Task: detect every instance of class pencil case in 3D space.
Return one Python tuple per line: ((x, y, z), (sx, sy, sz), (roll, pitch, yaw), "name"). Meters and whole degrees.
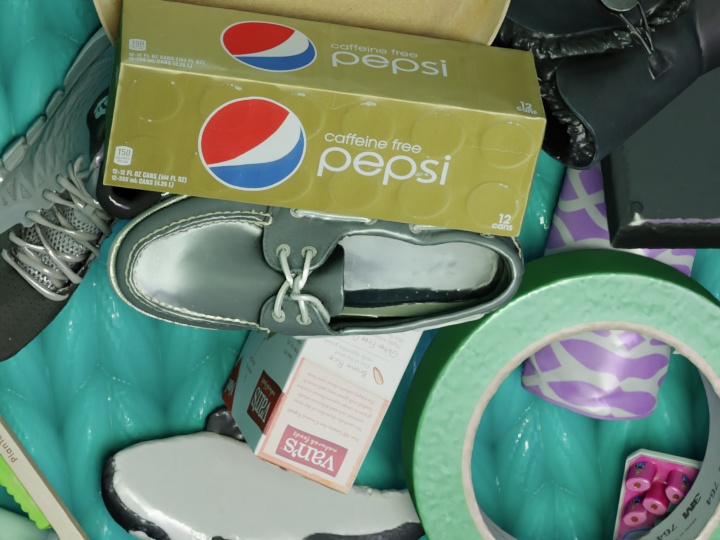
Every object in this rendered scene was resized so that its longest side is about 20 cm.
((0.146, -0.018, 1.511), (0.085, 0.084, 0.201), (-3, 113, -55), "pencil case")

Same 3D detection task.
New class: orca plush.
((-0.051, 0.130, 1.507), (0.199, 0.071, 0.106), (-6, 64, -29), "orca plush")

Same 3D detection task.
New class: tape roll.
((0.122, 0.092, 1.468), (0.199, 0.048, 0.202), (-2, 105, -7), "tape roll")

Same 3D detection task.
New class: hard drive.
((0.187, -0.107, 1.441), (0.138, 0.033, 0.201), (0, 65, -10), "hard drive")

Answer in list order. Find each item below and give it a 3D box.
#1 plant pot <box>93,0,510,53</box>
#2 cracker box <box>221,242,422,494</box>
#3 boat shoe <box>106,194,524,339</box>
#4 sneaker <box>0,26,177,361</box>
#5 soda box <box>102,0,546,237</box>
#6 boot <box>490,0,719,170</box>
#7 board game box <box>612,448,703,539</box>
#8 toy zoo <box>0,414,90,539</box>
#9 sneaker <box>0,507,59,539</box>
((-0.027, -0.149, 1.298), (0.198, 0.028, 0.201), (-2, 126, -2), "plant pot")
((0.000, 0.000, 1.421), (0.057, 0.134, 0.201), (23, 94, -13), "cracker box")
((-0.019, -0.003, 1.317), (0.198, 0.062, 0.073), (1, 99, -9), "boat shoe")
((-0.143, -0.030, 1.373), (0.075, 0.116, 0.201), (28, 99, -22), "sneaker")
((-0.017, -0.071, 1.297), (0.198, 0.064, 0.068), (7, 124, -9), "soda box")
((0.111, -0.164, 1.392), (0.168, 0.076, 0.201), (-29, 80, -25), "boot")
((0.231, 0.210, 1.562), (0.199, 0.026, 0.201), (13, 120, 11), "board game box")
((-0.253, 0.143, 1.404), (0.200, 0.020, 0.132), (-37, 87, 0), "toy zoo")
((-0.193, 0.226, 1.458), (0.117, 0.074, 0.202), (17, 98, -17), "sneaker")
